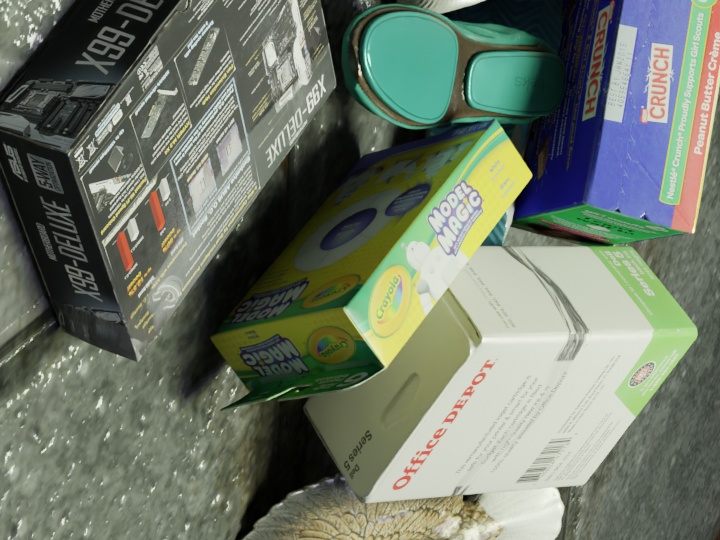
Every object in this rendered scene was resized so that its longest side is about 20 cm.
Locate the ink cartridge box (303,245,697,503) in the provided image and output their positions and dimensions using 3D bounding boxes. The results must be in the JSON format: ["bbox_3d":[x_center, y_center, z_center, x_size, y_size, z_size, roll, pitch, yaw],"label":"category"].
[{"bbox_3d":[0.086,0.062,1.428,0.199,0.084,0.146,1,134,-43],"label":"ink cartridge box"}]

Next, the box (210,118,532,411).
[{"bbox_3d":[0.000,0.000,1.299,0.048,0.117,0.200,53,50,-21],"label":"box"}]

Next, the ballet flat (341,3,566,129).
[{"bbox_3d":[0.037,-0.115,1.334,0.199,0.070,0.068,3,98,-50],"label":"ballet flat"}]

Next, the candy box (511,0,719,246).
[{"bbox_3d":[0.156,-0.107,1.430,0.200,0.076,0.170,168,-67,-80],"label":"candy box"}]

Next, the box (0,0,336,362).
[{"bbox_3d":[-0.088,-0.081,1.119,0.200,0.049,0.158,-56,154,-29],"label":"box"}]

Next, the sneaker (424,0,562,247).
[{"bbox_3d":[0.073,-0.097,1.452,0.081,0.076,0.201,142,-37,-87],"label":"sneaker"}]

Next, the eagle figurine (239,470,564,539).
[{"bbox_3d":[0.021,0.185,1.487,0.151,0.151,0.200,-59,170,29],"label":"eagle figurine"}]

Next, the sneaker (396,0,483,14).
[{"bbox_3d":[0.085,-0.217,1.391,0.200,0.075,0.089,-34,106,-34],"label":"sneaker"}]
